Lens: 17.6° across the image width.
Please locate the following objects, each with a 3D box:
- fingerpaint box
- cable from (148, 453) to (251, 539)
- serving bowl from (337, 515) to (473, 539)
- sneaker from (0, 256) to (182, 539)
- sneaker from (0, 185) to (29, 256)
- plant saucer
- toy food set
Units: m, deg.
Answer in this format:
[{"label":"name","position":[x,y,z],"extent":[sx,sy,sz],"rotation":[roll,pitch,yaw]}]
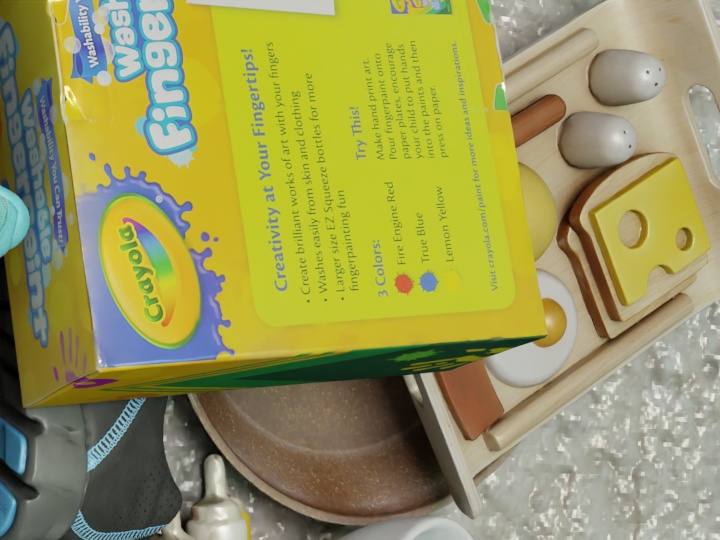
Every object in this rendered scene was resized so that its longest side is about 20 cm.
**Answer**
[{"label":"fingerpaint box","position":[-0.039,-0.062,0.783],"extent":[0.166,0.073,0.201],"rotation":[-4,79,-29]},{"label":"cable","position":[-0.055,0.172,0.876],"extent":[0.097,0.050,0.201],"rotation":[-30,109,-72]},{"label":"serving bowl","position":[-0.005,0.191,0.886],"extent":[0.200,0.066,0.201],"rotation":[3,90,-69]},{"label":"sneaker","position":[-0.105,0.003,0.824],"extent":[0.082,0.073,0.201],"rotation":[15,69,-44]},{"label":"sneaker","position":[-0.160,-0.087,0.718],"extent":[0.079,0.077,0.201],"rotation":[-19,96,-29]},{"label":"plant saucer","position":[0.000,0.000,0.929],"extent":[0.200,0.037,0.201],"rotation":[-3,95,-35]},{"label":"toy food set","position":[0.087,-0.013,0.931],"extent":[0.200,0.060,0.144],"rotation":[-32,110,-29]}]
